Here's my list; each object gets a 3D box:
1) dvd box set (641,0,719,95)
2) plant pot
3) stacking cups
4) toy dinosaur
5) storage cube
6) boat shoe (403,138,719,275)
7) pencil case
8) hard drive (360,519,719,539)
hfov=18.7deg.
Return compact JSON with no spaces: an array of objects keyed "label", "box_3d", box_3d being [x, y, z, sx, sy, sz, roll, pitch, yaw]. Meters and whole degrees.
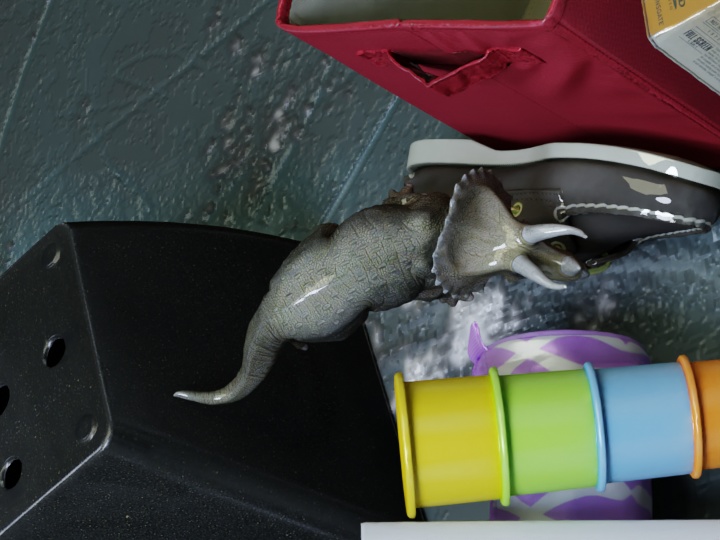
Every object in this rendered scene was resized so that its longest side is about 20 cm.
[{"label":"dvd box set","box_3d":[0.232,-0.116,0.866,0.199,0.146,0.030,-30,50,33]},{"label":"plant pot","box_3d":[-0.115,0.090,1.095,0.200,0.177,0.201,-40,47,26]},{"label":"stacking cups","box_3d":[0.114,0.062,0.898,0.198,0.061,0.061,-6,59,-3]},{"label":"toy dinosaur","box_3d":[0.000,0.000,0.984,0.198,0.102,0.078,-17,83,3]},{"label":"storage cube","box_3d":[0.097,-0.155,0.995,0.170,0.179,0.202,5,76,46]},{"label":"boat shoe","box_3d":[0.092,-0.025,1.023,0.200,0.071,0.061,4,79,53]},{"label":"pencil case","box_3d":[0.085,0.124,0.944,0.085,0.084,0.202,3,66,2]},{"label":"hard drive","box_3d":[0.100,0.164,0.863,0.198,0.027,0.133,0,65,0]}]
